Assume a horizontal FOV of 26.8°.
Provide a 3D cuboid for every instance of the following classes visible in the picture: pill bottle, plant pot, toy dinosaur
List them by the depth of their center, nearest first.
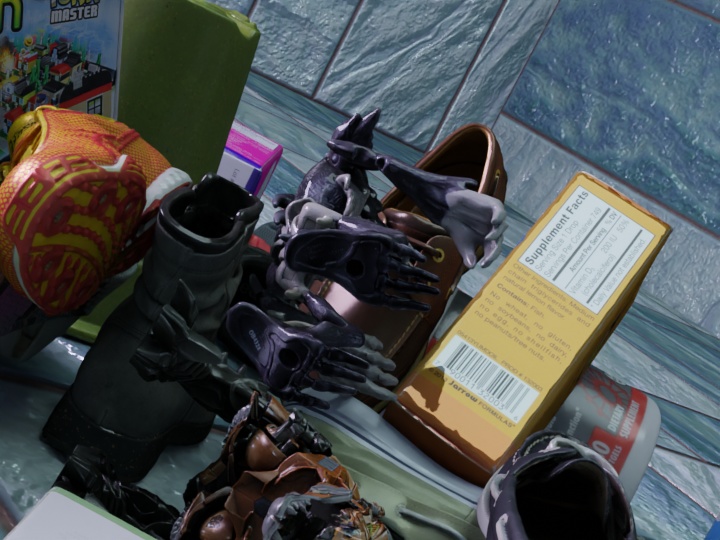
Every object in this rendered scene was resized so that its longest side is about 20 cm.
[{"bbox_3d":[-0.046,0.092,0.583,0.135,0.103,0.200,32,-29,-6],"label":"toy dinosaur"},{"bbox_3d":[0.059,0.079,0.857,0.198,0.117,0.116,29,9,4],"label":"pill bottle"},{"bbox_3d":[-0.150,-0.084,0.879,0.198,0.192,0.200,28,8,-4],"label":"plant pot"}]

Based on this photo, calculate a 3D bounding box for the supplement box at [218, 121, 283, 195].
[{"bbox_3d":[-0.127,-0.062,1.116,0.102,0.102,0.200,27,8,-2],"label":"supplement box"}]

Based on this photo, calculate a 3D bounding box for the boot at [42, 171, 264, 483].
[{"bbox_3d":[-0.079,0.017,0.723,0.067,0.132,0.200,28,9,-1],"label":"boot"}]

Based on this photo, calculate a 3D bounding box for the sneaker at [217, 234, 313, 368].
[{"bbox_3d":[-0.025,0.041,0.958,0.199,0.071,0.098,26,9,-4],"label":"sneaker"}]

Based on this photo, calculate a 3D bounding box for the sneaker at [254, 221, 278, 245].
[{"bbox_3d":[-0.006,0.040,1.077,0.200,0.073,0.071,40,-2,27],"label":"sneaker"}]

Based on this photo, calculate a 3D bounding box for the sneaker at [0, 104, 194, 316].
[{"bbox_3d":[-0.127,-0.032,0.635,0.077,0.073,0.200,36,3,-2],"label":"sneaker"}]

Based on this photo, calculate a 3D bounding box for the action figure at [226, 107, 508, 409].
[{"bbox_3d":[0.000,0.000,0.691,0.101,0.120,0.200,31,16,-5],"label":"action figure"}]

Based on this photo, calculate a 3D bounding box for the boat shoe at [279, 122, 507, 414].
[{"bbox_3d":[0.018,-0.004,0.792,0.071,0.201,0.068,26,-37,14],"label":"boat shoe"}]

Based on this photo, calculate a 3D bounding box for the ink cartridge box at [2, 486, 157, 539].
[{"bbox_3d":[-0.054,0.134,0.411,0.144,0.048,0.200,29,9,0],"label":"ink cartridge box"}]

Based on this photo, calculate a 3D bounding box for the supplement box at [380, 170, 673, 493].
[{"bbox_3d":[0.085,0.037,0.780,0.068,0.067,0.200,35,52,13],"label":"supplement box"}]

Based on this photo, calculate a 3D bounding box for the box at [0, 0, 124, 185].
[{"bbox_3d":[-0.187,-0.081,0.686,0.034,0.111,0.199,19,24,28],"label":"box"}]

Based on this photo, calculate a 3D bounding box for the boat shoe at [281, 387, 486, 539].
[{"bbox_3d":[0.032,0.131,0.694,0.199,0.073,0.062,32,43,16],"label":"boat shoe"}]

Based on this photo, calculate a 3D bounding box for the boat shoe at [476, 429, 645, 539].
[{"bbox_3d":[0.081,0.103,0.611,0.073,0.061,0.200,22,19,9],"label":"boat shoe"}]

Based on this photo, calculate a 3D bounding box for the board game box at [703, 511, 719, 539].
[{"bbox_3d":[0.240,0.149,0.750,0.102,0.202,0.105,19,12,-47],"label":"board game box"}]

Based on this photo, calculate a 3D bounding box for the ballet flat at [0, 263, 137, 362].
[{"bbox_3d":[-0.164,0.010,0.696,0.068,0.072,0.200,23,8,10],"label":"ballet flat"}]
